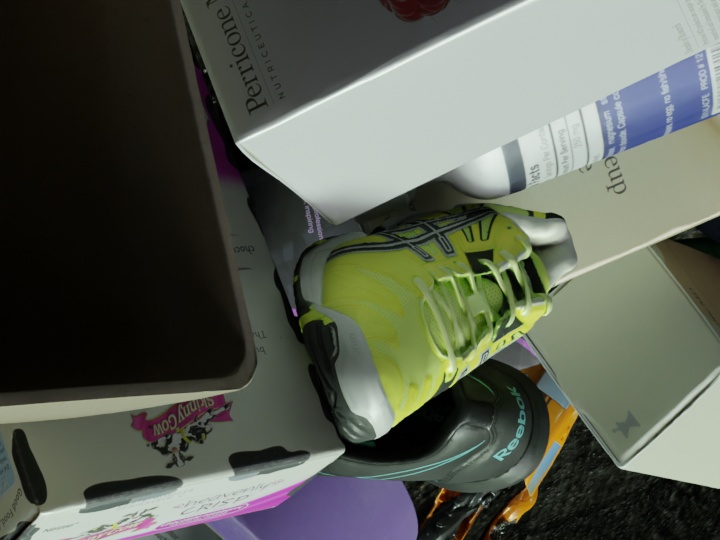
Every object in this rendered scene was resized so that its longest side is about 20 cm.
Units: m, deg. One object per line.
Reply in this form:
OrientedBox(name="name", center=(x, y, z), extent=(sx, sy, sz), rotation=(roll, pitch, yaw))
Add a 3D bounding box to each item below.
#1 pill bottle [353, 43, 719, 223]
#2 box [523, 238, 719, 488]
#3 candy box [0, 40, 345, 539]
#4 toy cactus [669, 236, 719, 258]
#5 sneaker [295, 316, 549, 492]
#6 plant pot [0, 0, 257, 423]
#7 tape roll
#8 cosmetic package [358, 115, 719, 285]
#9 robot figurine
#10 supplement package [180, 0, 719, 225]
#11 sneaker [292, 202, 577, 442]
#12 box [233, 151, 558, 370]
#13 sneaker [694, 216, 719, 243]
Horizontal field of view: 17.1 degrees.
OrientedBox(name="pill bottle", center=(0.073, -0.097, 0.968), extent=(0.199, 0.116, 0.116), rotation=(-20, 162, -2))
OrientedBox(name="box", center=(0.173, 0.050, 1.186), extent=(0.078, 0.095, 0.200), rotation=(-44, 152, 18))
OrientedBox(name="candy box", center=(-0.105, 0.000, 0.900), extent=(0.136, 0.201, 0.061), rotation=(-8, 158, -37))
OrientedBox(name="toy cactus", center=(0.189, -0.015, 1.339), extent=(0.164, 0.201, 0.102), rotation=(15, -145, 32))
OrientedBox(name="sneaker", center=(-0.019, 0.054, 1.047), extent=(0.199, 0.076, 0.079), rotation=(1, 172, 24))
OrientedBox(name="plant pot", center=(-0.179, -0.032, 0.759), extent=(0.177, 0.201, 0.199), rotation=(-23, 166, 41))
OrientedBox(name="tape roll", center=(-0.074, 0.117, 1.260), extent=(0.085, 0.200, 0.200), rotation=(-53, 176, -26))
OrientedBox(name="cosmetic package", center=(0.092, -0.058, 1.089), extent=(0.199, 0.104, 0.073), rotation=(-24, -159, -2))
OrientedBox(name="robot figurine", center=(0.080, 0.109, 1.336), extent=(0.201, 0.058, 0.145), rotation=(-59, 175, 4))
OrientedBox(name="supplement package", center=(0.040, -0.121, 0.850), extent=(0.199, 0.122, 0.120), rotation=(-26, 162, 10))
OrientedBox(name="sneaker", center=(0.031, 0.008, 0.948), extent=(0.076, 0.076, 0.200), rotation=(-16, -168, 21))
OrientedBox(name="box", center=(0.000, 0.000, 1.147), extent=(0.199, 0.144, 0.036), rotation=(-18, -157, -17))
OrientedBox(name="sneaker", center=(0.238, -0.089, 1.170), extent=(0.200, 0.082, 0.070), rotation=(-49, 149, 13))
